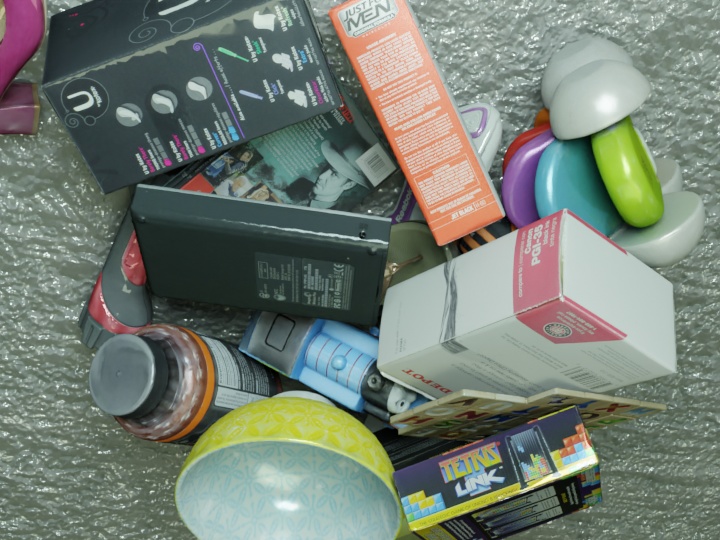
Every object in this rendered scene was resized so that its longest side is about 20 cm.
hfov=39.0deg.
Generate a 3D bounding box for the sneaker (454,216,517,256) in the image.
[{"bbox_3d":[0.175,-0.003,0.946,0.200,0.112,0.078,-2,129,-44],"label":"sneaker"}]

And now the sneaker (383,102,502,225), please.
[{"bbox_3d":[0.083,-0.068,0.949,0.099,0.075,0.200,4,129,-37],"label":"sneaker"}]

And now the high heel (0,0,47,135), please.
[{"bbox_3d":[-0.289,-0.180,0.767,0.096,0.068,0.200,-3,132,-24],"label":"high heel"}]

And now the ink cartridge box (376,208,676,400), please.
[{"bbox_3d":[0.131,0.046,0.829,0.146,0.083,0.200,29,144,-32],"label":"ink cartridge box"}]

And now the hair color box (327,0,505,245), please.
[{"bbox_3d":[0.046,-0.129,0.815,0.061,0.102,0.201,-24,102,9],"label":"hair color box"}]

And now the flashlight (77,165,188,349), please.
[{"bbox_3d":[-0.195,-0.012,0.920,0.067,0.068,0.200,12,124,-32],"label":"flashlight"}]

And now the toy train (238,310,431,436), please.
[{"bbox_3d":[-0.013,0.087,0.963,0.087,0.200,0.114,-65,154,1],"label":"toy train"}]

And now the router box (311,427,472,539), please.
[{"bbox_3d":[0.067,0.219,1.038,0.199,0.052,0.157,-23,129,6],"label":"router box"}]

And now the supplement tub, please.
[{"bbox_3d":[-0.163,0.109,0.948,0.107,0.107,0.200,-35,155,15],"label":"supplement tub"}]

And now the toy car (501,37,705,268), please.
[{"bbox_3d":[0.191,-0.088,0.869,0.150,0.200,0.175,-25,110,15],"label":"toy car"}]

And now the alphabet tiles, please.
[{"bbox_3d":[0.134,0.127,0.877,0.199,0.008,0.167,11,154,-33],"label":"alphabet tiles"}]

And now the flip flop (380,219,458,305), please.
[{"bbox_3d":[0.000,0.000,0.920,0.199,0.058,0.081,1,110,33],"label":"flip flop"}]

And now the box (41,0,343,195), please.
[{"bbox_3d":[-0.129,-0.162,0.784,0.199,0.122,0.106,-20,129,3],"label":"box"}]

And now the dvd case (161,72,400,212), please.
[{"bbox_3d":[-0.074,-0.072,0.889,0.200,0.022,0.146,-38,137,4],"label":"dvd case"}]

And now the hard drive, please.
[{"bbox_3d":[-0.079,-0.008,0.830,0.199,0.033,0.140,8,151,0],"label":"hard drive"}]

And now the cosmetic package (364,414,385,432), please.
[{"bbox_3d":[0.074,0.133,1.069,0.074,0.102,0.200,9,127,-18],"label":"cosmetic package"}]

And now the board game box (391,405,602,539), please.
[{"bbox_3d":[0.130,0.195,0.913,0.165,0.057,0.200,-20,155,5],"label":"board game box"}]

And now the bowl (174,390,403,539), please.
[{"bbox_3d":[-0.059,0.175,0.922,0.199,0.108,0.201,3,131,3],"label":"bowl"}]
